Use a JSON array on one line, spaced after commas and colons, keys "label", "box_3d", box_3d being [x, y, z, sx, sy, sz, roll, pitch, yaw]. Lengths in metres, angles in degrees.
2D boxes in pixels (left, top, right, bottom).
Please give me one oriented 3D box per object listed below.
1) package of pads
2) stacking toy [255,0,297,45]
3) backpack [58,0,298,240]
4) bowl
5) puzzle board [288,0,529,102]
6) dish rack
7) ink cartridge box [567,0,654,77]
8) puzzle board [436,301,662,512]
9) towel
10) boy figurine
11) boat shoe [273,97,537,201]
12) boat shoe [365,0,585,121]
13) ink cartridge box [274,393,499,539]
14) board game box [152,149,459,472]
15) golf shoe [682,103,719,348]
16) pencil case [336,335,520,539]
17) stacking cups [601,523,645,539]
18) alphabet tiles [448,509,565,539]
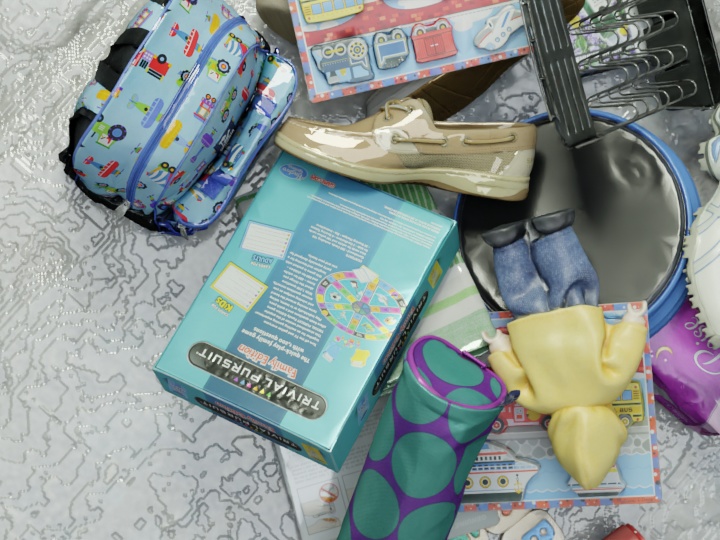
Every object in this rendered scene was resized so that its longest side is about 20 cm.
[{"label": "package of pads", "box_3d": [0.295, 0.021, 1.404, 0.120, 0.076, 0.200, 41, 84, 0]}, {"label": "stacking toy", "box_3d": [-0.005, -0.273, 1.392, 0.085, 0.085, 0.201, 26, 78, -4]}, {"label": "backpack", "box_3d": [-0.133, -0.119, 1.303, 0.134, 0.200, 0.183, 33, 84, -3]}, {"label": "bowl", "box_3d": [0.165, -0.031, 1.372, 0.199, 0.039, 0.202, -4, 75, 15]}, {"label": "puzzle board", "box_3d": [0.043, -0.220, 1.315, 0.198, 0.017, 0.152, -13, 102, 0]}, {"label": "dish rack", "box_3d": [0.191, -0.175, 1.311, 0.200, 0.054, 0.154, -23, 98, -50]}, {"label": "ink cartridge box", "box_3d": [0.187, -0.262, 1.418, 0.108, 0.050, 0.202, -14, 90, -6]}, {"label": "puzzle board", "box_3d": [0.123, 0.106, 1.337, 0.198, 0.017, 0.152, -4, 92, 14]}, {"label": "towel", "box_3d": [0.000, 0.000, 1.355, 0.152, 0.023, 0.201, -22, 63, -3]}, {"label": "boy figurine", "box_3d": [0.154, 0.056, 1.285, 0.124, 0.064, 0.201, -18, 91, 16]}, {"label": "boat shoe", "box_3d": [0.034, -0.100, 1.338, 0.198, 0.071, 0.065, 8, 103, -11]}, {"label": "boat shoe", "box_3d": [0.080, -0.181, 1.390, 0.199, 0.071, 0.070, -35, 68, 10]}, {"label": "ink cartridge box", "box_3d": [0.009, 0.121, 1.389, 0.159, 0.047, 0.201, -15, 95, -7]}, {"label": "board game box", "box_3d": [-0.038, 0.027, 1.309, 0.150, 0.047, 0.201, 23, 70, 18]}, {"label": "golf shoe", "box_3d": [0.298, -0.038, 1.311, 0.078, 0.097, 0.202, 15, 76, -37]}, {"label": "pencil case", "box_3d": [0.043, 0.153, 1.298, 0.085, 0.092, 0.201, 33, 117, 27]}, {"label": "stacking cups", "box_3d": [0.140, 0.268, 1.373, 0.200, 0.060, 0.061, -40, 92, -10]}, {"label": "alphabet tiles", "box_3d": [0.081, 0.262, 1.401, 0.195, 0.015, 0.200, -37, 91, -7]}]
